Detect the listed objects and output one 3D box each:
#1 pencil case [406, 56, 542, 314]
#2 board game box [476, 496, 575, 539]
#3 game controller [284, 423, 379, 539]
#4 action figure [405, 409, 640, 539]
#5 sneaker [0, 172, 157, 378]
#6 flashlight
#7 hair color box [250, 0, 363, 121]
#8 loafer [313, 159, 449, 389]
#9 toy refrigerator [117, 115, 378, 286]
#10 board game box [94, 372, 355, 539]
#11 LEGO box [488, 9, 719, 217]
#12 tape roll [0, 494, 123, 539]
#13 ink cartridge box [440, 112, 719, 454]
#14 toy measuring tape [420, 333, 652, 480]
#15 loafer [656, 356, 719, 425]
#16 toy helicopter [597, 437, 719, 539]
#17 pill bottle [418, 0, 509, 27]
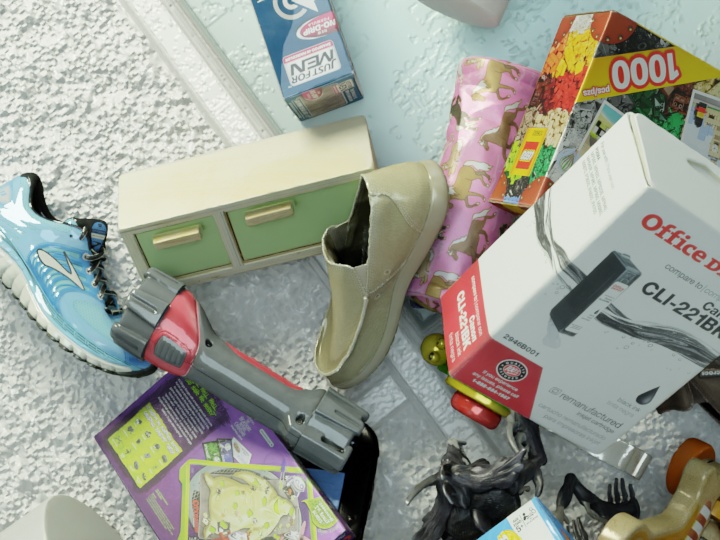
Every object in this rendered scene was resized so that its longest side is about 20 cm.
[{"bbox_3d":[0.092,-0.063,1.024,0.082,0.086,0.203,14,87,-15],"label":"pencil case"},{"bbox_3d":[0.097,0.279,0.950,0.195,0.200,0.056,-37,43,4],"label":"board game box"},{"bbox_3d":[-0.049,0.205,1.012,0.103,0.042,0.203,8,66,9],"label":"game controller"},{"bbox_3d":[0.108,0.161,0.970,0.199,0.103,0.119,28,118,-34],"label":"action figure"},{"bbox_3d":[-0.225,0.002,1.052,0.090,0.078,0.200,-44,85,-2],"label":"sneaker"},{"bbox_3d":[-0.088,0.075,1.001,0.198,0.068,0.068,30,73,1],"label":"flashlight"},{"bbox_3d":[-0.059,-0.226,1.039,0.060,0.100,0.203,-19,85,4],"label":"hair color box"},{"bbox_3d":[0.000,0.000,1.001,0.067,0.076,0.202,11,120,-22],"label":"loafer"},{"bbox_3d":[-0.081,-0.048,1.031,0.197,0.076,0.071,-13,46,3],"label":"toy refrigerator"},{"bbox_3d":[-0.107,0.163,1.017,0.120,0.032,0.200,-42,61,3],"label":"board game box"},{"bbox_3d":[0.215,-0.078,0.982,0.198,0.077,0.151,23,88,-22],"label":"LEGO box"},{"bbox_3d":[-0.223,0.286,0.972,0.138,0.203,0.204,-34,85,2],"label":"tape roll"},{"bbox_3d":[0.171,0.014,0.905,0.143,0.084,0.200,28,124,-23],"label":"ink cartridge box"},{"bbox_3d":[0.133,0.103,1.020,0.198,0.074,0.074,30,89,6],"label":"toy measuring tape"},{"bbox_3d":[0.239,0.074,1.011,0.199,0.073,0.072,32,90,6],"label":"loafer"},{"bbox_3d":[0.219,0.199,0.957,0.078,0.199,0.134,25,103,38],"label":"toy helicopter"},{"bbox_3d":[0.108,-0.295,1.025,0.109,0.111,0.202,23,88,5],"label":"pill bottle"}]
